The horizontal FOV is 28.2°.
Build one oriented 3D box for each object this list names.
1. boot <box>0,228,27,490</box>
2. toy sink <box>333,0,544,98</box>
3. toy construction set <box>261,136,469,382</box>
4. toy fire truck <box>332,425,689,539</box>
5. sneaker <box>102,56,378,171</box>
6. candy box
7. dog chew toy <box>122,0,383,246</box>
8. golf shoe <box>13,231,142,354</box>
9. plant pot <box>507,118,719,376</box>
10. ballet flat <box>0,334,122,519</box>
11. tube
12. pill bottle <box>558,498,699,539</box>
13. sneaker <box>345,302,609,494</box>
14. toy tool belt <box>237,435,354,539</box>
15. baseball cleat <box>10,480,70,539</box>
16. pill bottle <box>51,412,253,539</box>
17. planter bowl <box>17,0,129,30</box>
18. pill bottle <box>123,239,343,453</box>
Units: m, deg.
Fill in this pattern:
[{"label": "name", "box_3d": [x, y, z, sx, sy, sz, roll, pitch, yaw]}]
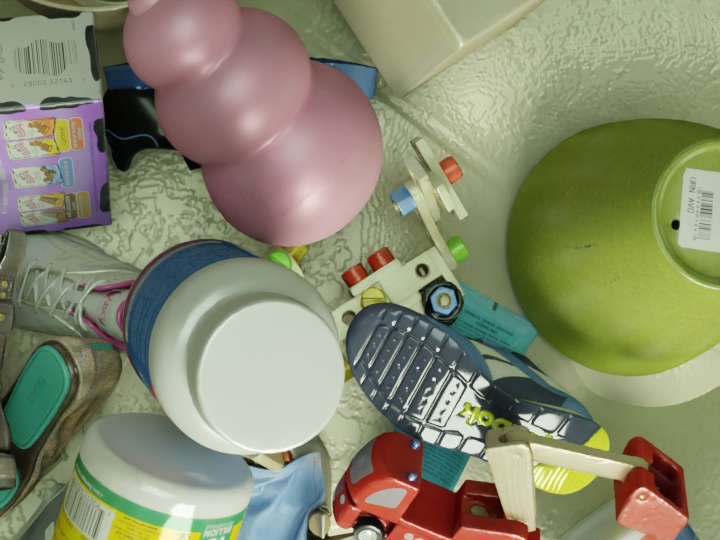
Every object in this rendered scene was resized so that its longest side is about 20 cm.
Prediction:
[{"label": "boot", "box_3d": [-0.285, 0.061, 0.957, 0.198, 0.069, 0.177, -9, 79, 37]}, {"label": "toy sink", "box_3d": [0.036, -0.247, 1.000, 0.130, 0.112, 0.201, -36, 93, -28]}, {"label": "toy construction set", "box_3d": [0.000, 0.000, 1.008, 0.199, 0.092, 0.132, -34, 84, 11]}, {"label": "toy fire truck", "box_3d": [0.096, 0.146, 0.933, 0.198, 0.049, 0.142, 25, 125, -11]}, {"label": "sneaker", "box_3d": [-0.085, -0.112, 1.026, 0.197, 0.070, 0.079, -2, 101, -4]}, {"label": "candy box", "box_3d": [-0.267, -0.087, 0.939, 0.197, 0.168, 0.072, -6, 65, -12]}, {"label": "dog chew toy", "box_3d": [-0.074, -0.108, 0.916, 0.125, 0.124, 0.200, -47, 122, -5]}, {"label": "golf shoe", "box_3d": [-0.189, 0.016, 0.995, 0.198, 0.092, 0.076, 13, 87, -2]}, {"label": "plant pot", "box_3d": [0.209, -0.024, 0.967, 0.185, 0.200, 0.190, 0, 85, -6]}, {"label": "ballet flat", "box_3d": [-0.224, 0.114, 0.984, 0.200, 0.067, 0.068, -43, 74, 32]}, {"label": "tube", "box_3d": [0.058, 0.109, 1.030, 0.077, 0.050, 0.202, 28, 76, -8]}, {"label": "pill bottle", "box_3d": [0.222, 0.262, 0.999, 0.112, 0.112, 0.201, -36, 90, -5]}, {"label": "sneaker", "box_3d": [0.074, 0.081, 0.978, 0.199, 0.082, 0.074, 31, 106, -15]}, {"label": "toy tool belt", "box_3d": [-0.058, 0.199, 0.977, 0.123, 0.123, 0.203, -11, 88, -4]}, {"label": "baseball cleat", "box_3d": [-0.203, 0.208, 0.994, 0.200, 0.070, 0.107, -44, 82, 5]}, {"label": "pill bottle", "box_3d": [-0.148, 0.203, 0.910, 0.112, 0.113, 0.202, 19, 103, -3]}, {"label": "planter bowl", "box_3d": [-0.174, -0.252, 0.985, 0.197, 0.135, 0.203, 0, 80, -2]}, {"label": "pill bottle", "box_3d": [-0.076, 0.045, 0.856, 0.111, 0.200, 0.114, -2, 96, -16]}]
